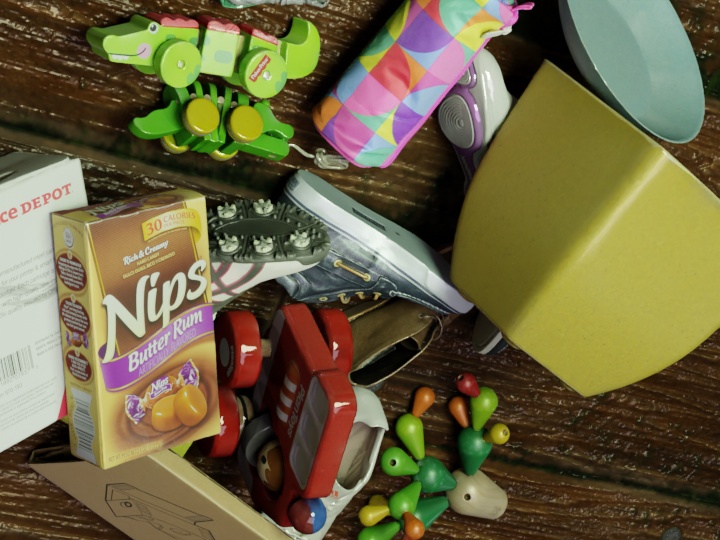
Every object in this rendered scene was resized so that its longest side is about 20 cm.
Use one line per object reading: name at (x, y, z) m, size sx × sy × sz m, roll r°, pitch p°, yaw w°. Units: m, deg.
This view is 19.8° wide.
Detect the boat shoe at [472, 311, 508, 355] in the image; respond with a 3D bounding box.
boat shoe at (0.177, 0.000, 1.880) m, size 0.066 × 0.074 × 0.201 m, roll 30°, pitch 91°, yaw -24°

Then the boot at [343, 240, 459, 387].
boot at (0.061, 0.040, 1.848) m, size 0.199 × 0.075 × 0.074 m, roll -33°, pitch 122°, yaw -7°

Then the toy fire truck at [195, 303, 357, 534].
toy fire truck at (-0.062, 0.134, 1.774) m, size 0.111 × 0.169 × 0.201 m, roll 0°, pitch 129°, yaw -24°

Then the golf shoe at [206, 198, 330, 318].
golf shoe at (-0.121, -0.004, 1.732) m, size 0.198 × 0.078 × 0.089 m, roll -6°, pitch 129°, yaw 3°

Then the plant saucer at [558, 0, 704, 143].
plant saucer at (0.220, -0.192, 1.751) m, size 0.039 × 0.202 × 0.200 m, roll -29°, pitch 132°, yaw 33°

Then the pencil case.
pencil case at (0.047, -0.174, 1.708) m, size 0.088 × 0.089 × 0.200 m, roll 32°, pitch 109°, yaw -34°

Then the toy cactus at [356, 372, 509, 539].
toy cactus at (0.085, 0.199, 1.942) m, size 0.164 × 0.102 × 0.201 m, roll 27°, pitch 94°, yaw -43°

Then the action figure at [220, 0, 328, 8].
action figure at (-0.047, -0.253, 1.658) m, size 0.198 × 0.055 × 0.119 m, roll -15°, pitch 121°, yaw -14°

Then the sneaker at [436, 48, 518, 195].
sneaker at (0.126, -0.121, 1.805) m, size 0.099 × 0.075 × 0.201 m, roll -33°, pitch 131°, yaw -20°

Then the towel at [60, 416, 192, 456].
towel at (-0.226, 0.096, 1.752) m, size 0.199 × 0.018 × 0.086 m, roll 32°, pitch 104°, yaw -18°

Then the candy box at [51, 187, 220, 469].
candy box at (-0.177, 0.044, 1.635) m, size 0.116 × 0.056 × 0.202 m, roll -15°, pitch 109°, yaw -37°

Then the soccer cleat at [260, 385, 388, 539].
soccer cleat at (-0.037, 0.199, 1.885) m, size 0.069 × 0.078 × 0.201 m, roll 17°, pitch 108°, yaw -30°

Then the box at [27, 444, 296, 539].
box at (-0.169, 0.206, 1.794) m, size 0.200 × 0.162 × 0.021 m, roll 40°, pitch 55°, yaw -35°

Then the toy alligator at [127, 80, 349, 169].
toy alligator at (-0.099, -0.123, 1.704) m, size 0.198 × 0.059 × 0.055 m, roll 7°, pitch 72°, yaw -27°

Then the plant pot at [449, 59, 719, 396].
plant pot at (0.192, -0.017, 1.728) m, size 0.200 × 0.194 × 0.195 m, roll -49°, pitch 128°, yaw 4°

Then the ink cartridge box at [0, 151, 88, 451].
ink cartridge box at (-0.281, 0.021, 1.626) m, size 0.145 × 0.083 × 0.202 m, roll -28°, pitch 117°, yaw -44°

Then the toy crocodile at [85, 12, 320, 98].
toy crocodile at (-0.123, -0.179, 1.653) m, size 0.198 × 0.067 × 0.062 m, roll 4°, pitch 104°, yaw -28°

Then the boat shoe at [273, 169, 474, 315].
boat shoe at (0.000, 0.000, 1.791) m, size 0.199 × 0.071 × 0.091 m, roll 33°, pitch 106°, yaw -15°
